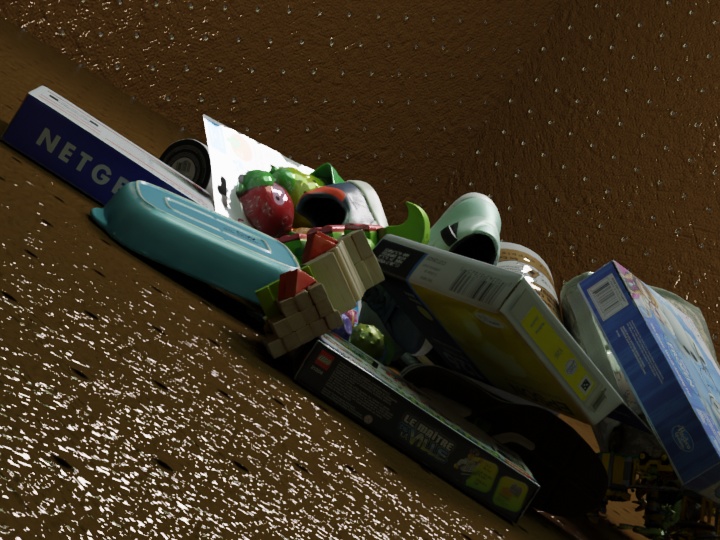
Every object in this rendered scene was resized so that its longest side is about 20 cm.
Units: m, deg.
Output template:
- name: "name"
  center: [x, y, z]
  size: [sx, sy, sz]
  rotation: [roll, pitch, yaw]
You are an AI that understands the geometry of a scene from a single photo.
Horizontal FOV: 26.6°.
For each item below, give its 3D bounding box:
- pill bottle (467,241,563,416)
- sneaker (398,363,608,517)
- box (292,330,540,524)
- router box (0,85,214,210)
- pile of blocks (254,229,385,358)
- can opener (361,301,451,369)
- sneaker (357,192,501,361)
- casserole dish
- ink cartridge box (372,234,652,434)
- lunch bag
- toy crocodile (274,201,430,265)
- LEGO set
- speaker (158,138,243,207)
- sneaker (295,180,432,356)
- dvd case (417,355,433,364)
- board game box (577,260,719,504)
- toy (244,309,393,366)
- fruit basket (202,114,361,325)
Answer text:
- name: "pill bottle"
  center: [0.143, 0.067, 1.478]
  size: [0.114, 0.115, 0.201]
  rotation: [32, 25, -17]
- name: "sneaker"
  center: [0.118, 0.132, 1.300]
  size: [0.199, 0.076, 0.115]
  rotation: [31, 5, -4]
- name: "box"
  center: [0.039, 0.113, 1.159]
  size: [0.199, 0.035, 0.110]
  rotation: [34, 3, -5]
- name: "router box"
  center: [-0.233, -0.096, 1.424]
  size: [0.199, 0.049, 0.180]
  rotation: [33, 3, -11]
- name: "pile of blocks"
  center: [-0.041, 0.009, 1.185]
  size: [0.063, 0.081, 0.200]
  rotation: [65, 18, -6]
- name: "can opener"
  center: [0.050, 0.077, 1.564]
  size: [0.199, 0.064, 0.078]
  rotation: [36, 4, 43]
- name: "sneaker"
  center: [0.061, 0.021, 1.455]
  size: [0.073, 0.201, 0.118]
  rotation: [35, 16, -9]
- name: "casserole dish"
  center: [-0.125, -0.022, 1.254]
  size: [0.198, 0.039, 0.121]
  rotation: [25, 11, -19]
- name: "ink cartridge box"
  center: [0.116, 0.063, 1.245]
  size: [0.200, 0.047, 0.197]
  rotation: [51, -18, -29]
- name: "lunch bag"
  center: [0.273, 0.103, 1.500]
  size: [0.199, 0.117, 0.166]
  rotation: [25, 41, -44]
- name: "toy crocodile"
  center: [-0.031, -0.015, 1.350]
  size: [0.197, 0.063, 0.067]
  rotation: [-10, -5, 24]
- name: "LEGO set"
  center: [0.296, 0.247, 1.424]
  size: [0.152, 0.118, 0.200]
  rotation: [2, -17, 27]
- name: "speaker"
  center: [-0.155, -0.085, 1.774]
  size: [0.081, 0.082, 0.200]
  rotation: [35, 3, 30]
- name: "sneaker"
  center: [0.000, 0.000, 1.427]
  size: [0.084, 0.075, 0.201]
  rotation: [-3, 48, -37]
- name: "dvd case"
  center: [0.110, 0.132, 1.643]
  size: [0.199, 0.016, 0.149]
  rotation: [36, -3, 44]
- name: "board game box"
  center: [0.283, 0.108, 1.315]
  size: [0.198, 0.043, 0.202]
  rotation: [30, 31, -55]
- name: "toy"
  center: [-0.012, 0.059, 1.340]
  size: [0.114, 0.048, 0.200]
  rotation: [33, 2, 19]
- name: "fruit basket"
  center: [-0.070, -0.050, 1.507]
  size: [0.199, 0.093, 0.187]
  rotation: [31, 39, -47]
